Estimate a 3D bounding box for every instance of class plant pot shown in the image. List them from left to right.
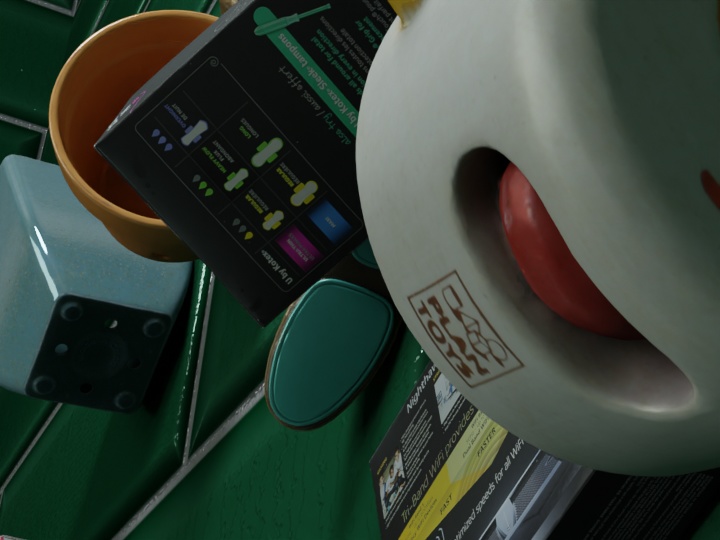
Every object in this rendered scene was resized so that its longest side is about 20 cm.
[{"bbox_3d":[-0.274,0.033,1.400,0.197,0.195,0.200,-66,29,20],"label":"plant pot"},{"bbox_3d":[-0.157,-0.096,1.194,0.140,0.199,0.201,111,169,-64],"label":"plant pot"}]

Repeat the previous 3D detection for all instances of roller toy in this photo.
[{"bbox_3d":[0.095,-0.036,0.418,0.140,0.199,0.183,146,132,-62],"label":"roller toy"}]

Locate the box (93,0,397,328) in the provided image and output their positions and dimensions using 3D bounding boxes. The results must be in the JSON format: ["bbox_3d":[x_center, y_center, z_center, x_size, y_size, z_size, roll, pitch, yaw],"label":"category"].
[{"bbox_3d":[-0.012,-0.095,0.714,0.200,0.124,0.149,-41,12,11],"label":"box"}]

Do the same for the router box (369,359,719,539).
[{"bbox_3d":[0.074,0.072,0.593,0.158,0.052,0.200,-99,32,-53],"label":"router box"}]

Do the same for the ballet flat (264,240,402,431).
[{"bbox_3d":[0.000,0.000,0.859,0.072,0.068,0.201,-65,-5,-81],"label":"ballet flat"}]

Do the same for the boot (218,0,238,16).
[{"bbox_3d":[-0.129,-0.293,1.452,0.200,0.073,0.076,-106,28,-54],"label":"boot"}]

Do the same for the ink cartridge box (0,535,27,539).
[{"bbox_3d":[-0.383,0.412,1.527,0.201,0.082,0.147,-65,21,20],"label":"ink cartridge box"}]
